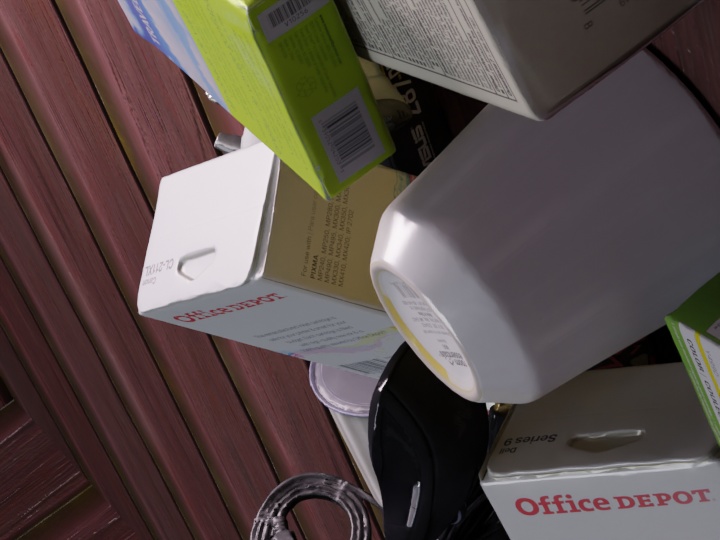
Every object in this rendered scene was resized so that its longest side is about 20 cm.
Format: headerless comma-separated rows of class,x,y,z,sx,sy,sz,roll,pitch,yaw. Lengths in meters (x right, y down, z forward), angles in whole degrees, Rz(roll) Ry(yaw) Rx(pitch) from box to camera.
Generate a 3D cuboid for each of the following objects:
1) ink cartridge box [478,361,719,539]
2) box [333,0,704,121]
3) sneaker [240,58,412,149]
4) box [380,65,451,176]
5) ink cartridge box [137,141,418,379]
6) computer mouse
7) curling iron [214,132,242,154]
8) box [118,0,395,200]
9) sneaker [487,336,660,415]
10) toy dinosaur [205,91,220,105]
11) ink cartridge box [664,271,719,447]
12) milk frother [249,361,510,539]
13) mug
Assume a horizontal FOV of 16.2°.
ink cartridge box,0.172,0.149,1.340,0.145,0.088,0.200,-8,126,33
box,0.043,-0.160,1.099,0.200,0.109,0.128,28,152,60
sneaker,-0.028,-0.098,1.409,0.087,0.074,0.200,67,160,3
box,-0.037,-0.154,1.488,0.200,0.049,0.162,39,157,40
ink cartridge box,0.000,0.000,1.383,0.199,0.083,0.146,17,164,-29
computer mouse,0.059,0.098,1.361,0.046,0.140,0.201,21,136,25
curling iron,0.004,-0.036,1.509,0.199,0.026,0.050,23,154,2
box,-0.068,-0.129,1.215,0.200,0.048,0.122,42,163,46
sneaker,0.109,0.042,1.451,0.200,0.080,0.075,19,130,53
toy dinosaur,-0.014,-0.061,1.591,0.200,0.102,0.077,42,130,-2
ink cartridge box,0.240,0.085,1.113,0.200,0.076,0.148,35,157,55
milk frother,0.003,0.129,1.725,0.180,0.200,0.189,42,162,51
mug,0.092,-0.005,1.221,0.149,0.153,0.187,43,163,32
